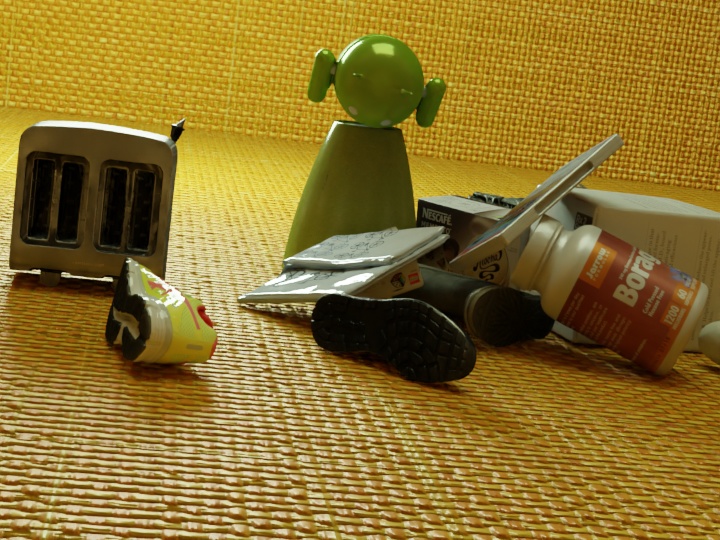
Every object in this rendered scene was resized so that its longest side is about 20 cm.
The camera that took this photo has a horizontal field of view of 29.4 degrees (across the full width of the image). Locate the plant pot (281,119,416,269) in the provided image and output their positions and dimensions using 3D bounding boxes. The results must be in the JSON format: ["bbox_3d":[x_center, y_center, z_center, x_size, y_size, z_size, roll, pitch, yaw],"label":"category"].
[{"bbox_3d":[-0.002,-0.092,1.813,0.184,0.203,0.187,7,10,-1],"label":"plant pot"}]

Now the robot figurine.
[{"bbox_3d":[0.022,-0.247,1.778,0.173,0.117,0.200,15,9,-6],"label":"robot figurine"}]

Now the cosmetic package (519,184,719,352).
[{"bbox_3d":[0.321,-0.005,1.671,0.197,0.168,0.165,4,10,-19],"label":"cosmetic package"}]

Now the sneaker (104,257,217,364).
[{"bbox_3d":[-0.188,0.048,1.306,0.089,0.079,0.200,12,14,-22],"label":"sneaker"}]

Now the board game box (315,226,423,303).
[{"bbox_3d":[0.000,0.000,1.636,0.125,0.035,0.200,-18,14,-2],"label":"board game box"}]

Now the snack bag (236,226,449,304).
[{"bbox_3d":[-0.025,-0.005,1.569,0.187,0.022,0.199,-2,21,44],"label":"snack bag"}]

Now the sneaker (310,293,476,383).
[{"bbox_3d":[0.049,0.061,1.386,0.198,0.077,0.087,16,7,40],"label":"sneaker"}]

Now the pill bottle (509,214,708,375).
[{"bbox_3d":[0.269,0.021,1.498,0.198,0.113,0.112,28,13,7],"label":"pill bottle"}]

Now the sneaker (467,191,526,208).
[{"bbox_3d":[0.256,-0.095,2.385,0.198,0.077,0.113,13,13,43],"label":"sneaker"}]

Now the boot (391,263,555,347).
[{"bbox_3d":[0.108,0.030,1.599,0.199,0.074,0.181,23,5,36],"label":"boot"}]

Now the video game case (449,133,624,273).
[{"bbox_3d":[0.199,-0.075,1.558,0.199,0.018,0.143,-39,2,-23],"label":"video game case"}]

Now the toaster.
[{"bbox_3d":[-0.297,-0.082,1.552,0.178,0.203,0.119,6,6,-9],"label":"toaster"}]

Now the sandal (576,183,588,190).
[{"bbox_3d":[0.286,-0.043,1.810,0.079,0.201,0.054,2,45,26],"label":"sandal"}]

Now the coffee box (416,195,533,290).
[{"bbox_3d":[0.163,-0.026,1.809,0.079,0.115,0.199,-7,18,-39],"label":"coffee box"}]

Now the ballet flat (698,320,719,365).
[{"bbox_3d":[0.463,0.102,1.510,0.198,0.071,0.069,14,12,28],"label":"ballet flat"}]
